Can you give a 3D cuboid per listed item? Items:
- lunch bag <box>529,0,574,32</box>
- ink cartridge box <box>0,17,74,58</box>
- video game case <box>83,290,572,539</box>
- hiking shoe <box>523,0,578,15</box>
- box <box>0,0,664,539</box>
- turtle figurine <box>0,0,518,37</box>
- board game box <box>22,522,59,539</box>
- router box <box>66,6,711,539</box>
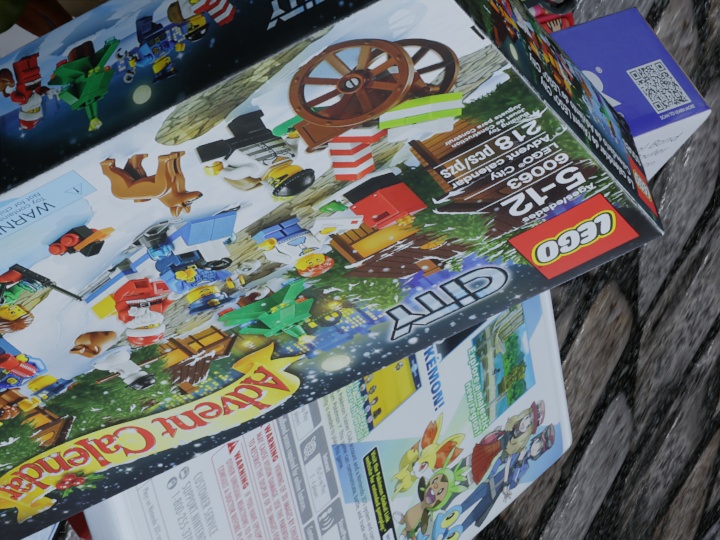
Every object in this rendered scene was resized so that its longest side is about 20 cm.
[{"bbox_3d":[0.033,-0.071,1.385,0.200,0.082,0.177,-18,130,-67],"label":"lunch bag"},{"bbox_3d":[-0.093,-0.103,0.844,0.146,0.083,0.200,-20,156,-1],"label":"ink cartridge box"},{"bbox_3d":[-0.010,0.035,0.900,0.182,0.022,0.201,-40,139,-28],"label":"video game case"},{"bbox_3d":[0.012,-0.144,0.906,0.086,0.075,0.200,-19,144,-2],"label":"hiking shoe"},{"bbox_3d":[-0.043,-0.009,0.714,0.199,0.038,0.137,-26,146,17],"label":"box"},{"bbox_3d":[-0.042,-0.079,0.729,0.065,0.161,0.201,-69,142,-54],"label":"turtle figurine"},{"bbox_3d":[-0.147,0.036,0.778,0.199,0.041,0.201,36,75,-55],"label":"board game box"},{"bbox_3d":[0.000,0.000,1.023,0.200,0.049,0.180,-21,160,-42],"label":"router box"}]
